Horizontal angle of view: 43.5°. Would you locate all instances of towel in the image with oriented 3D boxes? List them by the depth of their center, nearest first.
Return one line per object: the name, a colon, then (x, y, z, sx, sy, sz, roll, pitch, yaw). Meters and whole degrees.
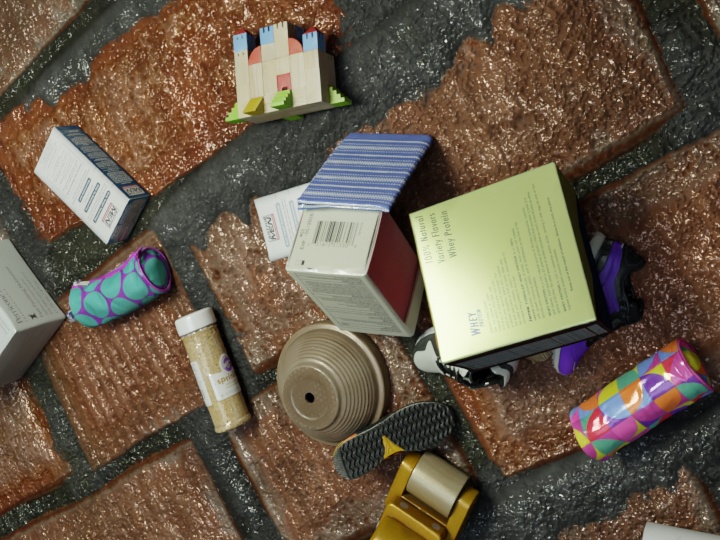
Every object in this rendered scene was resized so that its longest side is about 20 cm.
towel: (0.010, -0.138, 1.260, 0.142, 0.201, 0.024, 4, 127, 24)

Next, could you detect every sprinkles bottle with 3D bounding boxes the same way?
sprinkles bottle: (-0.248, 0.167, 1.519, 0.067, 0.068, 0.204, -19, 92, 28)

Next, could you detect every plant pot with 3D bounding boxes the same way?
plant pot: (-0.059, 0.187, 1.414, 0.197, 0.092, 0.206, 6, 104, 26)

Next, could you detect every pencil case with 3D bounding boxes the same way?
pencil case: (0.371, 0.175, 1.202, 0.199, 0.088, 0.089, -41, 81, 29)
pencil case: (-0.421, 0.030, 1.568, 0.197, 0.086, 0.093, -24, 118, 28)

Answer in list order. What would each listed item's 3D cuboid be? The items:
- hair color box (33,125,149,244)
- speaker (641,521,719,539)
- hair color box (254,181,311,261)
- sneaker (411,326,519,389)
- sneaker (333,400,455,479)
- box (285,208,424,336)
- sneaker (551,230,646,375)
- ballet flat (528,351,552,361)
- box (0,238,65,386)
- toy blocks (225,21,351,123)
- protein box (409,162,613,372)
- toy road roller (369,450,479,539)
hair color box: (-0.469, -0.151, 1.570, 0.199, 0.060, 0.101, 42, 116, 14)
speaker: (0.472, 0.392, 1.193, 0.196, 0.081, 0.083, 4, 102, 26)
hair color box: (-0.058, -0.087, 1.376, 0.196, 0.060, 0.101, -14, 94, 28)
sneaker: (0.142, 0.126, 1.281, 0.198, 0.081, 0.074, -12, 129, 47)
sneaker: (0.047, 0.249, 1.377, 0.196, 0.090, 0.071, -24, 92, -5)
box: (0.000, 0.000, 1.274, 0.125, 0.200, 0.111, 4, 65, 25)
sneaker: (0.324, 0.059, 1.207, 0.098, 0.069, 0.204, 22, 110, 19)
ballet flat: (0.202, 0.045, 1.267, 0.070, 0.065, 0.202, -34, 85, 23)
box: (-0.697, 0.087, 1.694, 0.200, 0.130, 0.200, 49, 117, 9)
toy blocks: (-0.114, -0.305, 1.352, 0.196, 0.099, 0.140, -6, 87, 28)
protein box: (0.192, 0.004, 1.149, 0.196, 0.134, 0.203, -18, 73, 21)
toy road roller: (0.080, 0.388, 1.353, 0.121, 0.145, 0.204, 28, 112, 18)
